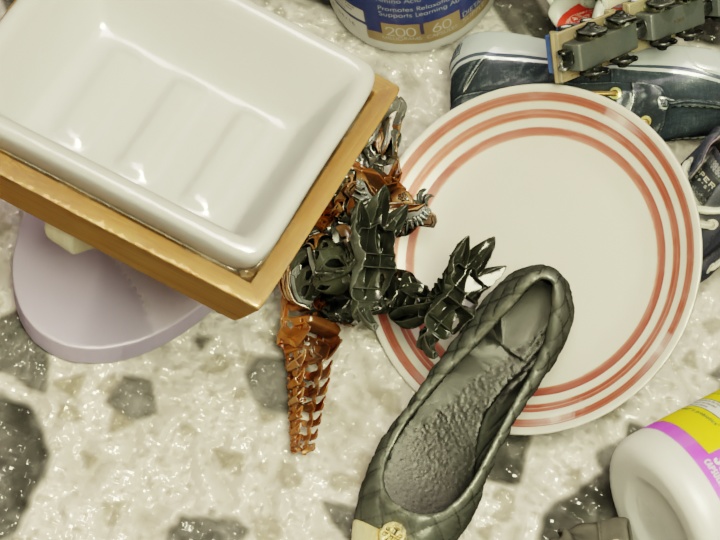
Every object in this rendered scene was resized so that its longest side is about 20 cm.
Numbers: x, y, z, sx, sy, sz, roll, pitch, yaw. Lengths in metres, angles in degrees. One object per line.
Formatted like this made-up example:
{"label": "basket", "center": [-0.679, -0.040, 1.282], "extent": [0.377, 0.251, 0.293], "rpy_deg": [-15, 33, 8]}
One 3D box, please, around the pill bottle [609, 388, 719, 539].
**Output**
{"label": "pill bottle", "center": [0.243, 0.100, 1.282], "extent": [0.199, 0.104, 0.105], "rpy_deg": [-25, 66, -19]}

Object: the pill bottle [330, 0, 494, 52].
{"label": "pill bottle", "center": [0.023, -0.226, 1.375], "extent": [0.110, 0.200, 0.112], "rpy_deg": [-3, 62, 6]}

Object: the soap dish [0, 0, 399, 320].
{"label": "soap dish", "center": [-0.103, -0.075, 1.217], "extent": [0.199, 0.081, 0.158], "rpy_deg": [27, 59, 7]}

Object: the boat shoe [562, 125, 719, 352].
{"label": "boat shoe", "center": [0.178, -0.028, 1.352], "extent": [0.200, 0.093, 0.075], "rpy_deg": [-37, 71, -23]}

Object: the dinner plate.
{"label": "dinner plate", "center": [0.098, -0.006, 1.329], "extent": [0.199, 0.024, 0.202], "rpy_deg": [-4, 79, 19]}

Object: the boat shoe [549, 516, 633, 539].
{"label": "boat shoe", "center": [0.152, 0.218, 1.223], "extent": [0.057, 0.067, 0.201], "rpy_deg": [-24, 62, -1]}

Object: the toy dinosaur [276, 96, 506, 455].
{"label": "toy dinosaur", "center": [0.000, 0.000, 1.314], "extent": [0.102, 0.135, 0.201], "rpy_deg": [-4, 94, -37]}

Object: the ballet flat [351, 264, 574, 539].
{"label": "ballet flat", "center": [0.051, 0.081, 1.274], "extent": [0.066, 0.057, 0.201], "rpy_deg": [28, 82, 12]}

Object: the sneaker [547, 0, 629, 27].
{"label": "sneaker", "center": [0.148, -0.180, 1.422], "extent": [0.199, 0.070, 0.094], "rpy_deg": [18, 78, -45]}

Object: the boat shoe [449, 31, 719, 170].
{"label": "boat shoe", "center": [0.149, -0.082, 1.400], "extent": [0.199, 0.071, 0.091], "rpy_deg": [5, 64, 2]}

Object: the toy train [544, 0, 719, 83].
{"label": "toy train", "center": [0.171, -0.148, 1.374], "extent": [0.046, 0.034, 0.199], "rpy_deg": [10, 24, 41]}

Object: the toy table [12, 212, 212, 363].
{"label": "toy table", "center": [-0.115, -0.053, 1.319], "extent": [0.183, 0.117, 0.201], "rpy_deg": [22, 59, 6]}
